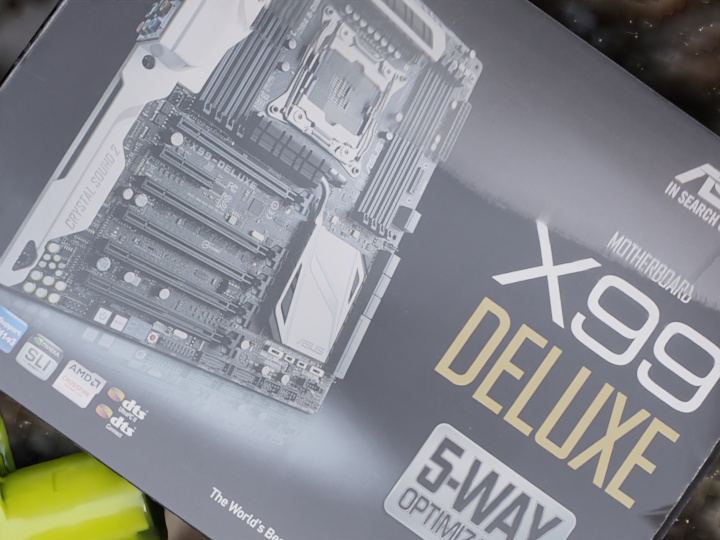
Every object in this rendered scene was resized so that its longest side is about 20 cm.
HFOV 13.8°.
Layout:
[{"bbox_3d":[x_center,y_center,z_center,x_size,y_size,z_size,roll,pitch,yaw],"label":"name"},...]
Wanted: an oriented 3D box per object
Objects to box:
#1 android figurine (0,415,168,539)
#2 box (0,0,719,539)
[{"bbox_3d":[-0.141,0.113,0.791,0.200,0.041,0.182,-14,94,2],"label":"android figurine"},{"bbox_3d":[0.000,0.000,0.754,0.200,0.050,0.158,36,84,0],"label":"box"}]
